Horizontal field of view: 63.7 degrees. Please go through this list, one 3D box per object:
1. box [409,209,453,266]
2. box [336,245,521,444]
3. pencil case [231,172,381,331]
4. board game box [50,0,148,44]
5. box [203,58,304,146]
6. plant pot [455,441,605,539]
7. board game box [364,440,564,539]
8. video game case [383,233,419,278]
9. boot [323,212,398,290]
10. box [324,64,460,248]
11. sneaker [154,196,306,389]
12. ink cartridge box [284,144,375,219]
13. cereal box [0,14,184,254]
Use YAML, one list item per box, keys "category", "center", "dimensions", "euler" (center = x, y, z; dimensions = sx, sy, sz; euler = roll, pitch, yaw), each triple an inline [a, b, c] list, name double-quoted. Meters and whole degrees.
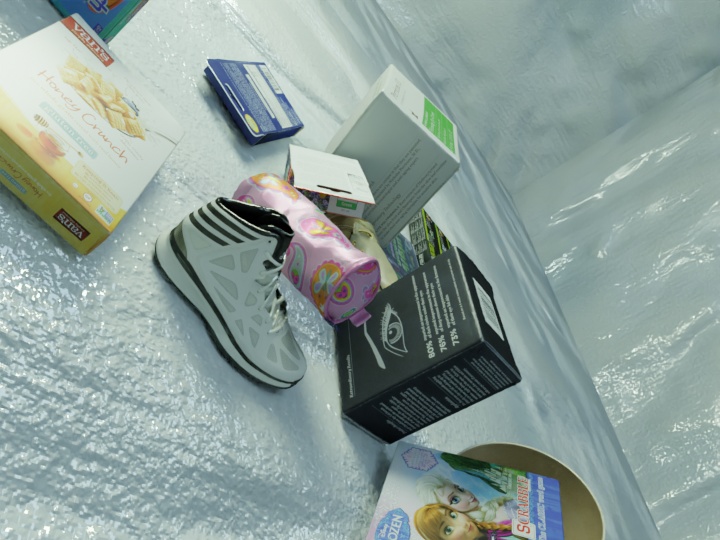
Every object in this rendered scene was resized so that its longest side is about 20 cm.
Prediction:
- category: "box"
  center: [0.179, -0.013, 1.285]
  dimensions: [0.193, 0.047, 0.203]
  euler: [43, 28, -32]
- category: "box"
  center: [0.074, 0.095, 0.714]
  dimensions: [0.104, 0.197, 0.150]
  euler: [40, 29, -37]
- category: "pencil case"
  center: [-0.062, -0.025, 0.627]
  dimensions: [0.199, 0.088, 0.087]
  euler: [41, 12, 30]
- category: "board game box"
  center: [-0.277, -0.347, 0.554]
  dimensions: [0.201, 0.150, 0.045]
  euler: [50, 23, -24]
- category: "box"
  center: [-0.157, -0.249, 0.854]
  dimensions: [0.123, 0.032, 0.200]
  euler: [57, 20, -7]
- category: "plant pot"
  center: [0.185, 0.337, 0.717]
  dimensions: [0.201, 0.194, 0.138]
  euler: [-71, 166, -62]
- category: "board game box"
  center: [0.112, 0.272, 0.607]
  dimensions: [0.200, 0.194, 0.042]
  euler: [-49, 147, -67]
- category: "video game case"
  center: [0.065, -0.011, 1.061]
  dimensions: [0.181, 0.023, 0.204]
  euler: [38, 31, -44]
- category: "boot"
  center: [0.000, 0.000, 0.838]
  dimensions: [0.158, 0.072, 0.199]
  euler: [63, 16, 15]
- category: "box"
  center: [0.045, -0.196, 0.978]
  dimensions: [0.170, 0.200, 0.201]
  euler: [37, 28, -13]
- category: "sneaker"
  center: [-0.092, 0.020, 0.552]
  dimensions: [0.202, 0.114, 0.076]
  euler: [52, 23, -19]
- category: "ink cartridge box"
  center: [-0.047, -0.112, 0.779]
  dimensions: [0.106, 0.052, 0.201]
  euler: [11, 24, -13]
- category: "cereal box"
  center: [-0.238, -0.126, 0.494]
  dimensions: [0.144, 0.039, 0.202]
  euler: [49, 25, -27]
